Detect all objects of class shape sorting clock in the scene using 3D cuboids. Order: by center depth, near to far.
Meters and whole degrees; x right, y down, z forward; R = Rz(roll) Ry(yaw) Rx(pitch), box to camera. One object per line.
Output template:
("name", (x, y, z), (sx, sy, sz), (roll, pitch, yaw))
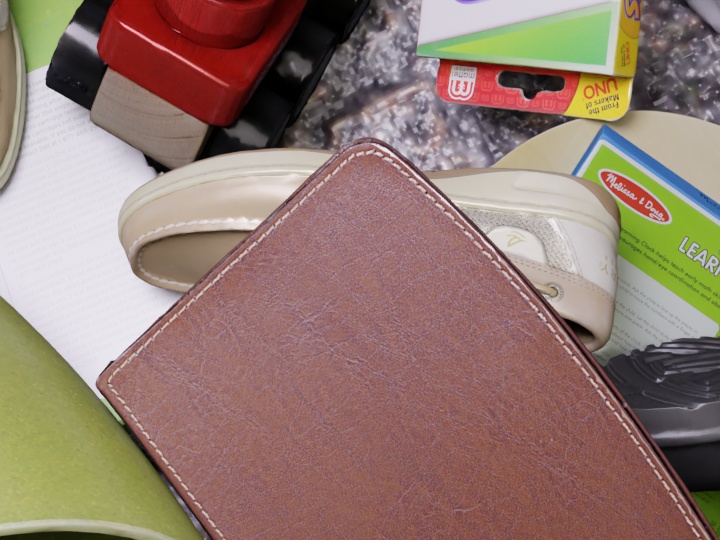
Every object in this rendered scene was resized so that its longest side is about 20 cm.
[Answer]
("shape sorting clock", (0.118, 0.034, 0.813), (0.198, 0.039, 0.202), (0, 86, -6))

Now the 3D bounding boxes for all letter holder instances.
("letter holder", (0.035, 0.065, 0.671), (0.142, 0.100, 0.201), (-42, 81, 20))

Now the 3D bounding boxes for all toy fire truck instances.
("toy fire truck", (-0.045, -0.163, 0.787), (0.128, 0.201, 0.177), (30, 46, 0))

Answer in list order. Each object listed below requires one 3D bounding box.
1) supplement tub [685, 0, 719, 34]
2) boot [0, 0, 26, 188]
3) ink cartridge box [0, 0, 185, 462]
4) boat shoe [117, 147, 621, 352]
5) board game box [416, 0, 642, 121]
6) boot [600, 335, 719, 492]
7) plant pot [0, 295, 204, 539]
("supplement tub", (0.215, -0.199, 0.846), (0.199, 0.132, 0.132), (-38, 82, -4))
("boot", (-0.180, -0.133, 0.769), (0.071, 0.155, 0.202), (-6, 83, -2))
("ink cartridge box", (-0.148, -0.008, 0.855), (0.147, 0.076, 0.202), (-22, 72, -2))
("boat shoe", (0.000, 0.000, 0.762), (0.198, 0.072, 0.066), (3, 60, 7))
("board game box", (0.075, -0.166, 0.810), (0.095, 0.030, 0.202), (9, 99, 33))
("boot", (0.175, 0.110, 0.759), (0.209, 0.079, 0.160), (-1, 99, -25))
("plant pot", (-0.159, 0.083, 0.703), (0.186, 0.188, 0.201), (-27, 48, -3))
